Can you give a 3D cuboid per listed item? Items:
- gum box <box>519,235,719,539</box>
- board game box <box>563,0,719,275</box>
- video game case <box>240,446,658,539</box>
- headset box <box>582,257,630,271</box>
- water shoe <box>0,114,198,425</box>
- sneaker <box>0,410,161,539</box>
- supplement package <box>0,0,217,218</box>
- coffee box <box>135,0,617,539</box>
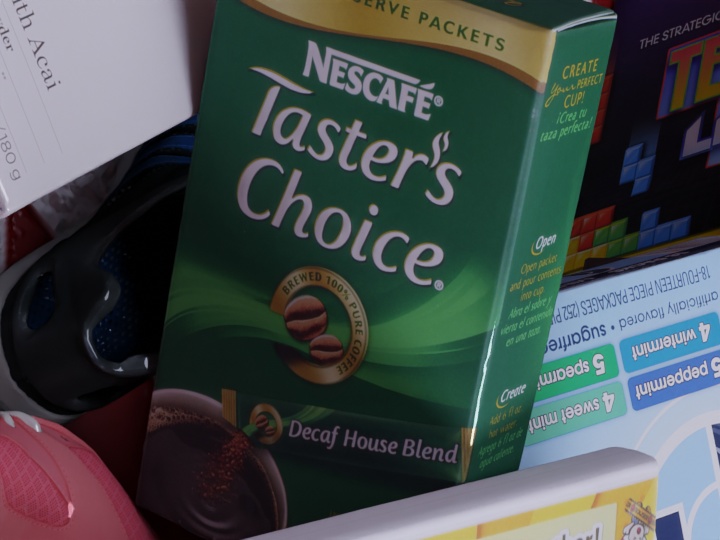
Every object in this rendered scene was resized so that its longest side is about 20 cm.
[{"bbox_3d":[0.088,0.101,0.960,0.169,0.044,0.201,-15,95,-36],"label":"gum box"},{"bbox_3d":[0.184,-0.063,1.166,0.057,0.199,0.166,35,53,-35],"label":"board game box"},{"bbox_3d":[0.014,0.156,0.826,0.199,0.023,0.183,-9,106,-44],"label":"video game case"},{"bbox_3d":[0.126,0.117,1.110,0.149,0.075,0.201,55,41,-49],"label":"headset box"},{"bbox_3d":[-0.052,-0.013,0.975,0.072,0.079,0.200,58,43,-19],"label":"water shoe"},{"bbox_3d":[-0.125,0.075,0.889,0.200,0.074,0.087,47,34,-34],"label":"sneaker"},{"bbox_3d":[-0.109,-0.094,0.904,0.200,0.119,0.122,-33,104,-48],"label":"supplement package"},{"bbox_3d":[0.000,0.000,0.865,0.044,0.123,0.201,-18,125,-55],"label":"coffee box"}]
